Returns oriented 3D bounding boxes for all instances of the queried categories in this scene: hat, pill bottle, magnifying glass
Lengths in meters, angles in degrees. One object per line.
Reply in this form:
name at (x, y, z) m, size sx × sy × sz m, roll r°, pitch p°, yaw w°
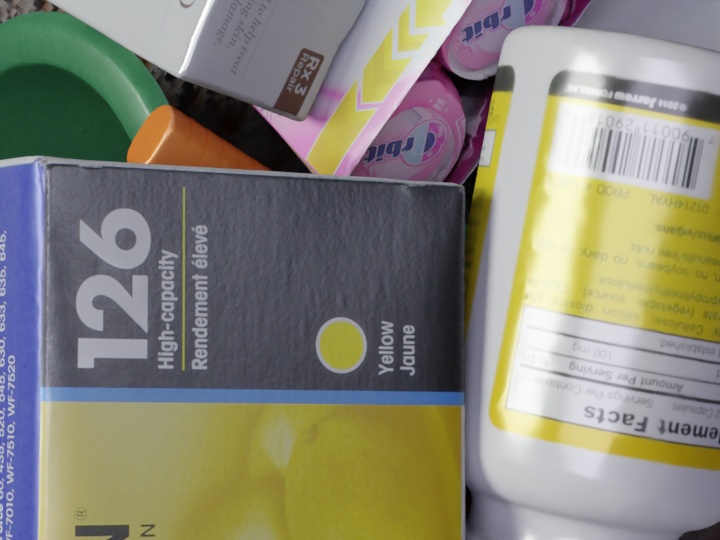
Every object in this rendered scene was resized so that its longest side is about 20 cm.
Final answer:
hat at (-0.058, -0.001, 0.828) m, size 0.165 × 0.175 × 0.201 m, roll -32°, pitch 71°, yaw 39°
pill bottle at (0.084, 0.024, 0.708) m, size 0.110 × 0.111 × 0.202 m, roll 12°, pitch 92°, yaw 6°
magnifying glass at (0.000, 0.000, 0.730) m, size 0.200 × 0.022 × 0.080 m, roll 32°, pitch 91°, yaw -34°

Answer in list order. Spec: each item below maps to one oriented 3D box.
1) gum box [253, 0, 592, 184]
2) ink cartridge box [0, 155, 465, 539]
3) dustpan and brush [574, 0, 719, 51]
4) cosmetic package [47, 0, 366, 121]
gum box at (0.026, -0.126, 0.757) m, size 0.114 × 0.066 × 0.200 m, roll 48°, pitch 111°, yaw 33°
ink cartridge box at (-0.062, 0.066, 0.645) m, size 0.199 × 0.047 × 0.199 m, roll 1°, pitch 87°, yaw -25°
dustpan and brush at (0.085, -0.141, 0.804) m, size 0.139 × 0.057 × 0.200 m, roll -41°, pitch 92°, yaw -7°
cosmetic package at (-0.084, -0.141, 0.759) m, size 0.200 × 0.074 × 0.102 m, roll 31°, pitch 100°, yaw 40°
